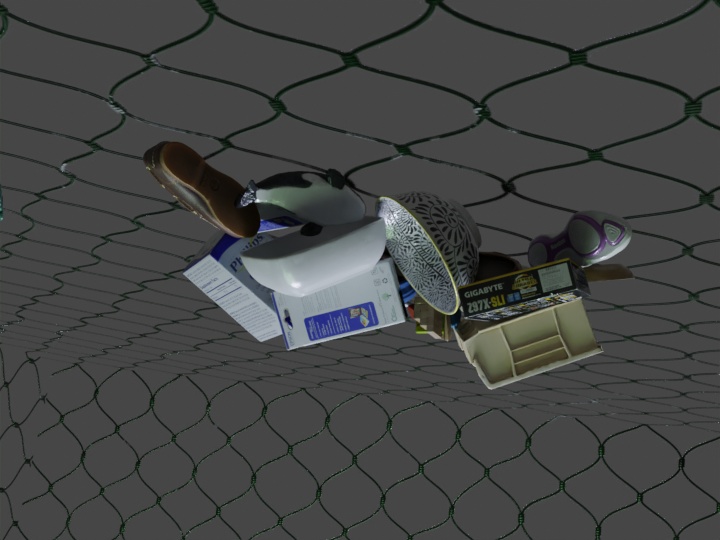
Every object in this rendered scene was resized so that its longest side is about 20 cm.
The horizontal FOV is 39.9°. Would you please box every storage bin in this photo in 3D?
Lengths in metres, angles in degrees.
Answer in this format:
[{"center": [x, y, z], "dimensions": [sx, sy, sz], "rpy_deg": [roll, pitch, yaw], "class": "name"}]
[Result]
[{"center": [0.260, 0.104, 1.596], "dimensions": [0.197, 0.095, 0.200], "rpy_deg": [-19, -176, 2], "class": "storage bin"}]

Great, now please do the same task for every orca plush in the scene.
[{"center": [-0.091, -0.109, 1.446], "dimensions": [0.198, 0.106, 0.071], "rpy_deg": [-7, -148, -24], "class": "orca plush"}]

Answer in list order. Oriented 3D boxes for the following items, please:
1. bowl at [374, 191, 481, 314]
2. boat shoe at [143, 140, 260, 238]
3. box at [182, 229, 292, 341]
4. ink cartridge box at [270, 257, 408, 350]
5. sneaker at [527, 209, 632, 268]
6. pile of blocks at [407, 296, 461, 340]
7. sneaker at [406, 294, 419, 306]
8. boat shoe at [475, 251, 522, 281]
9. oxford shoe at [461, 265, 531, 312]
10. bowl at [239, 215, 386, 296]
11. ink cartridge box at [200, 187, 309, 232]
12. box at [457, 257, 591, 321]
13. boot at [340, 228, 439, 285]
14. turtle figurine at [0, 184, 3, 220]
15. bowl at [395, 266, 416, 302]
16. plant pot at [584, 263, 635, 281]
[{"center": [0.115, -0.045, 1.456], "dimensions": [0.201, 0.094, 0.201], "rpy_deg": [51, 164, 20], "class": "bowl"}, {"center": [-0.231, -0.118, 1.456], "dimensions": [0.070, 0.071, 0.200], "rpy_deg": [-6, 138, 46], "class": "boat shoe"}, {"center": [-0.191, 0.016, 1.757], "dimensions": [0.200, 0.105, 0.184], "rpy_deg": [42, 155, -12], "class": "box"}, {"center": [-0.033, 0.052, 1.547], "dimensions": [0.198, 0.100, 0.039], "rpy_deg": [-14, -172, 12], "class": "ink cartridge box"}, {"center": [0.338, -0.046, 1.475], "dimensions": [0.099, 0.076, 0.200], "rpy_deg": [-6, 173, -30], "class": "sneaker"}, {"center": [0.119, 0.068, 1.615], "dimensions": [0.062, 0.083, 0.200], "rpy_deg": [-2, -172, 23], "class": "pile of blocks"}, {"center": [0.009, 0.031, 1.839], "dimensions": [0.145, 0.078, 0.202], "rpy_deg": [-1, 165, 27], "class": "sneaker"}, {"center": [0.178, -0.004, 1.694], "dimensions": [0.198, 0.076, 0.072], "rpy_deg": [-3, 160, 8], "class": "boat shoe"}, {"center": [0.252, 0.028, 1.795], "dimensions": [0.058, 0.076, 0.199], "rpy_deg": [-32, -176, -38], "class": "oxford shoe"}, {"center": [-0.065, -0.020, 1.492], "dimensions": [0.198, 0.075, 0.200], "rpy_deg": [-22, -169, -21], "class": "bowl"}, {"center": [-0.155, -0.097, 1.564], "dimensions": [0.199, 0.040, 0.099], "rpy_deg": [-8, 158, 44], "class": "ink cartridge box"}, {"center": [0.236, 0.030, 1.406], "dimensions": [0.158, 0.050, 0.200], "rpy_deg": [-17, 171, 17], "class": "box"}, {"center": [0.064, -0.053, 1.591], "dimensions": [0.199, 0.098, 0.075], "rpy_deg": [29, -179, 22], "class": "boot"}, {"center": [-0.730, -0.119, 1.730], "dimensions": [0.198, 0.102, 0.150], "rpy_deg": [-3, -176, -18], "class": "turtle figurine"}, {"center": [0.000, 0.000, 1.650], "dimensions": [0.198, 0.040, 0.201], "rpy_deg": [5, -155, -2], "class": "bowl"}, {"center": [0.346, 0.008, 1.620], "dimensions": [0.198, 0.028, 0.200], "rpy_deg": [-3, 178, 0], "class": "plant pot"}]
